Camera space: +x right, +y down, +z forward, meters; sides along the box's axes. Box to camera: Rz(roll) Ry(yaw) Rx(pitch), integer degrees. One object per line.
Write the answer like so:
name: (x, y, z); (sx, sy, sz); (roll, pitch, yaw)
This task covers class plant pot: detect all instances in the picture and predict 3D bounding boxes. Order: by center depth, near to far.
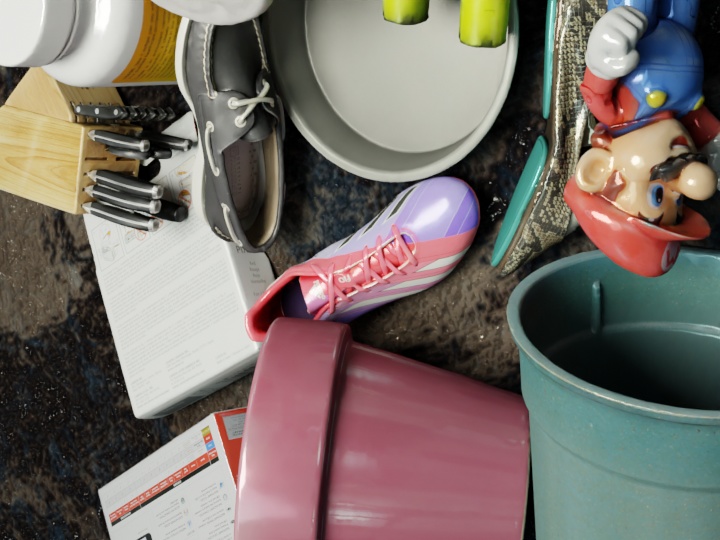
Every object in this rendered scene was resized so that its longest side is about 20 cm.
plant pot: (0.181, 0.117, 0.689); (0.197, 0.200, 0.200); (13, 118, 29)
plant pot: (0.019, 0.139, 0.789); (0.175, 0.200, 0.204); (6, 109, 4)

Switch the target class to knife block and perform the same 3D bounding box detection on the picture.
knife block: (-0.222, -0.074, 0.949); (0.199, 0.063, 0.178); (-39, 70, 34)

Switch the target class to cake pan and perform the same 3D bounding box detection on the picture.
cake pan: (0.023, -0.163, 0.797); (0.197, 0.037, 0.204); (10, 108, 31)

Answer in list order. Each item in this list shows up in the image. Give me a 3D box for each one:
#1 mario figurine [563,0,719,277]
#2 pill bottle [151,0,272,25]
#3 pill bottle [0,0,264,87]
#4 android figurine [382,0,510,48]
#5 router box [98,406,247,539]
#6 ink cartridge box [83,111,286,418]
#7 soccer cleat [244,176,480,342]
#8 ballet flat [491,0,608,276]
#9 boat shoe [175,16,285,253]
mario figurine: (0.178, -0.095, 0.659); (0.121, 0.106, 0.204); (3, 102, -1)
pill bottle: (-0.076, -0.266, 0.739); (0.111, 0.112, 0.203); (4, 65, 32)
pill bottle: (-0.162, -0.183, 0.808); (0.110, 0.199, 0.113); (8, 103, 35)
android figurine: (0.053, -0.237, 0.686); (0.180, 0.041, 0.203); (26, 128, 33)
router box: (-0.127, 0.230, 0.957); (0.199, 0.048, 0.182); (-34, 69, 43)
ink cartridge box: (-0.147, -0.001, 0.963); (0.161, 0.050, 0.203); (-28, 71, 36)
soccer cleat: (0.000, 0.000, 0.834); (0.199, 0.076, 0.067); (-30, 86, 36)
ballet flat: (0.136, -0.084, 0.736); (0.074, 0.068, 0.203); (11, 110, 3)
boat shoe: (-0.085, -0.103, 0.824); (0.060, 0.073, 0.203); (36, 135, 37)
